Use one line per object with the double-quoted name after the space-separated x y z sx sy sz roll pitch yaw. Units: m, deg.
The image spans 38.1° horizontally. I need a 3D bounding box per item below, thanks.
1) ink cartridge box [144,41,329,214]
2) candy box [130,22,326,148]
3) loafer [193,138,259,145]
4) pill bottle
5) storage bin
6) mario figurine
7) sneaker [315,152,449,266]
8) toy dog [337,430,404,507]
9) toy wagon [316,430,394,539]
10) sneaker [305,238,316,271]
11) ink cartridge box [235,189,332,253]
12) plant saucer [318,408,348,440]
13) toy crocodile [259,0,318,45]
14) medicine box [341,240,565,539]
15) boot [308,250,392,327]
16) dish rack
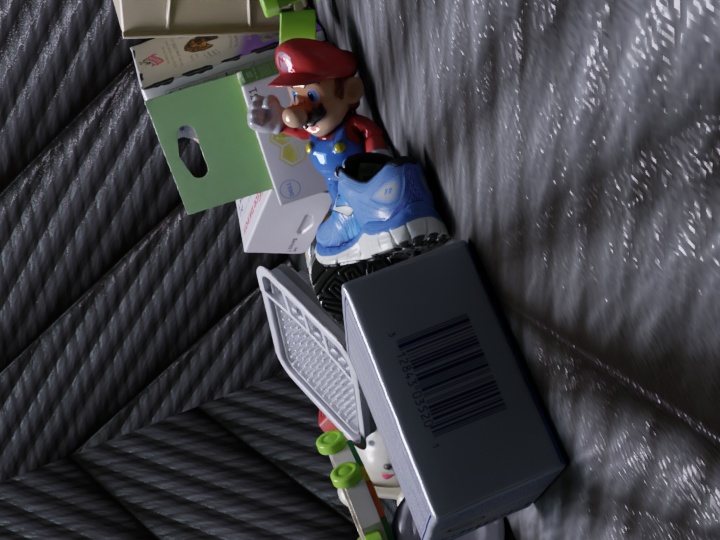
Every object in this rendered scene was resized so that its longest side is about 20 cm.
-0.104 -0.136 1.077 0.048 0.199 0.146 -116 8 -55 "ink cartridge box"
-0.144 -0.225 1.148 0.168 0.199 0.072 -119 11 -58 "candy box"
-0.149 -0.156 1.191 0.200 0.062 0.073 -160 71 -64 "loafer"
0.090 0.284 1.137 0.200 0.111 0.113 95 154 -76 "pill bottle"
-0.173 -0.331 1.115 0.200 0.197 0.094 -119 28 -53 "storage bin"
-0.035 -0.113 0.953 0.106 0.123 0.201 -95 -15 -62 "mario figurine"
0.013 -0.053 0.888 0.200 0.078 0.090 164 98 -66 "sneaker"
0.045 0.233 1.395 0.200 0.138 0.195 81 -157 -69 "toy dog"
0.007 0.266 1.099 0.200 0.039 0.156 -128 17 -65 "toy wagon"
-0.014 0.030 1.511 0.088 0.075 0.201 -4 110 68 "sneaker"
-0.103 -0.141 1.272 0.145 0.083 0.201 121 141 -54 "ink cartridge box"
-0.017 0.102 1.297 0.200 0.036 0.201 123 152 -66 "plant saucer"
-0.076 -0.297 0.938 0.062 0.067 0.201 -122 13 -65 "toy crocodile"
0.065 0.105 0.819 0.200 0.102 0.183 85 163 -70 "medicine box"
-0.002 0.001 1.093 0.182 0.072 0.200 46 -169 -29 "boot"
-0.038 0.088 1.128 0.172 0.043 0.201 42 154 31 "dish rack"
